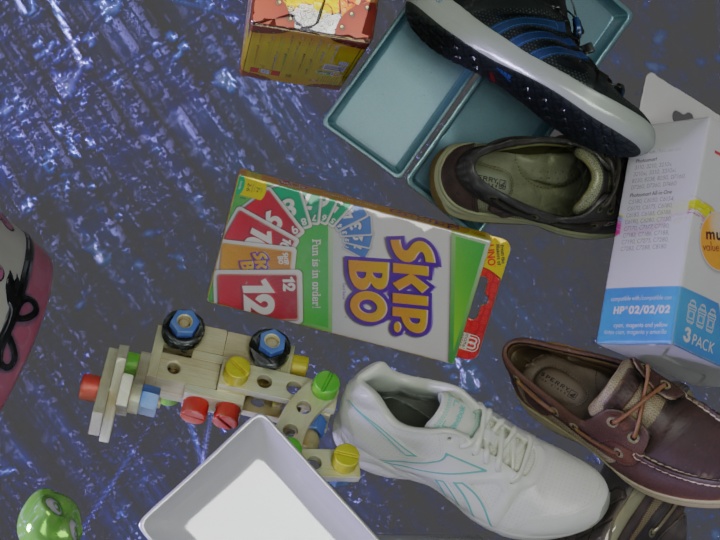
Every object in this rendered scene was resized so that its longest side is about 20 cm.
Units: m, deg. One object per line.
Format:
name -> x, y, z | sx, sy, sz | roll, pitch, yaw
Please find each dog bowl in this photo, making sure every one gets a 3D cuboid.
dog bowl -> -0.269, 0.047, 1.049 | 0.074, 0.200, 0.200 | 29, 85, -22

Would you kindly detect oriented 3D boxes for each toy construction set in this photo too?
toy construction set -> -0.094, 0.095, 1.094 | 0.200, 0.092, 0.131 | 21, 54, -18

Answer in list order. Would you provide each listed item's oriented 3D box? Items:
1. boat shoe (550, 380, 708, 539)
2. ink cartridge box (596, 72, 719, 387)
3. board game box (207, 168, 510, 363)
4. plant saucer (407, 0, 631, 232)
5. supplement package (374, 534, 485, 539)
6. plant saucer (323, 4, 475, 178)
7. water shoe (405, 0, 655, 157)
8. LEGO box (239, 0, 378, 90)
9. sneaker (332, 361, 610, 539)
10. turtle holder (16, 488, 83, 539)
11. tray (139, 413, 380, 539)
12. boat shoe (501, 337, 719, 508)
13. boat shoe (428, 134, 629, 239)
boat shoe -> 0.196, 0.176, 1.142 | 0.073, 0.074, 0.200 | 34, 83, -14
ink cartridge box -> 0.239, -0.030, 1.122 | 0.115, 0.068, 0.200 | 22, 73, -39
board game box -> 0.000, 0.000, 1.143 | 0.200, 0.030, 0.096 | 14, 105, -7
plant saucer -> 0.112, -0.124, 1.162 | 0.070, 0.019, 0.200 | 37, 84, -18
supplement package -> -0.007, 0.261, 1.102 | 0.200, 0.111, 0.156 | 1, 88, -6
plant saucer -> 0.056, -0.165, 1.172 | 0.070, 0.019, 0.200 | 36, 85, -4
water shoe -> 0.125, -0.155, 1.100 | 0.200, 0.072, 0.079 | 35, 80, 12
LEGO box -> -0.031, -0.211, 1.073 | 0.077, 0.200, 0.149 | 8, 87, -6
sneaker -> 0.075, 0.123, 1.107 | 0.200, 0.080, 0.071 | 19, 55, 7
turtle holder -> -0.220, 0.251, 1.070 | 0.141, 0.132, 0.186 | 45, 85, -2
tray -> -0.037, 0.198, 1.035 | 0.107, 0.022, 0.200 | -42, 92, -6
boat shoe -> 0.179, 0.095, 1.094 | 0.200, 0.072, 0.072 | 29, 77, 37
boat shoe -> 0.149, -0.059, 1.135 | 0.200, 0.066, 0.072 | 3, 90, -21
